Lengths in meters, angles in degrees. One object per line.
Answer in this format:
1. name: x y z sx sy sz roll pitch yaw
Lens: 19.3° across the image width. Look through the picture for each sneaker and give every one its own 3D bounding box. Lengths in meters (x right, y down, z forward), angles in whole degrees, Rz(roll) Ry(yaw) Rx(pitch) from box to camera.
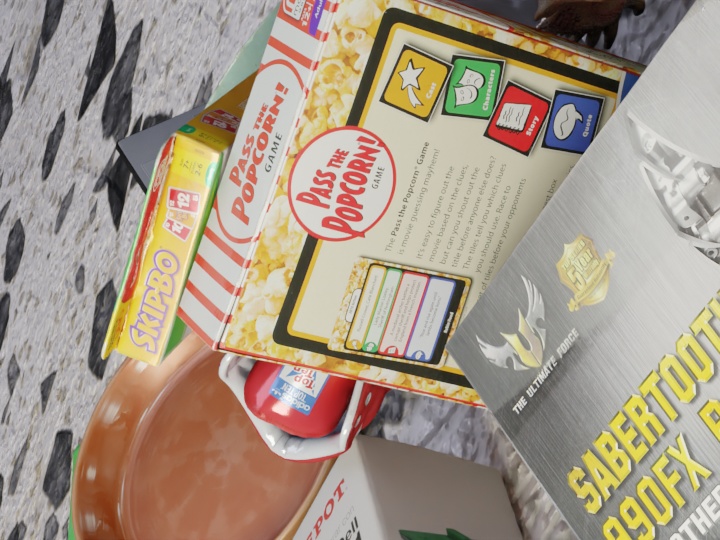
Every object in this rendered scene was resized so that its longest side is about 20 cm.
1. sneaker: 0.000 0.000 0.901 0.112 0.071 0.201 -44 -24 -42

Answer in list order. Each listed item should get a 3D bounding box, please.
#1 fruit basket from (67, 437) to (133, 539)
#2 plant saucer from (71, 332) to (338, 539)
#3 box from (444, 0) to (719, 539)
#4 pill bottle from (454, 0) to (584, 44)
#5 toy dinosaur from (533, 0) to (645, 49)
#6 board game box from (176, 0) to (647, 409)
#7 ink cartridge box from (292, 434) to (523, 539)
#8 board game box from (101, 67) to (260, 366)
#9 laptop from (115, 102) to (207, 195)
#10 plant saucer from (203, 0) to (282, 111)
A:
1. fruit basket: -0.146 0.190 1.325 0.200 0.093 0.186 119 156 -50
2. plant saucer: -0.079 0.099 1.191 0.199 0.032 0.202 -22 50 29
3. box: 0.130 0.020 0.724 0.159 0.048 0.200 55 133 24
4. pill bottle: 0.024 -0.037 1.018 0.200 0.110 0.112 -50 33 45
5. toy dinosaur: 0.078 -0.163 0.910 0.086 0.134 0.201 77 -153 -48
6. board game box: 0.044 -0.025 0.846 0.046 0.199 0.153 37 109 59
7. ink cartridge box: 0.018 0.192 0.920 0.147 0.084 0.201 -61 26 27
8. board game box: -0.058 -0.031 0.903 0.200 0.030 0.096 -46 -25 -67
9. laptop: -0.057 -0.132 1.265 0.187 0.199 0.117 -131 19 -64
10. plant saucer: -0.006 -0.092 1.098 0.039 0.200 0.202 42 123 18
